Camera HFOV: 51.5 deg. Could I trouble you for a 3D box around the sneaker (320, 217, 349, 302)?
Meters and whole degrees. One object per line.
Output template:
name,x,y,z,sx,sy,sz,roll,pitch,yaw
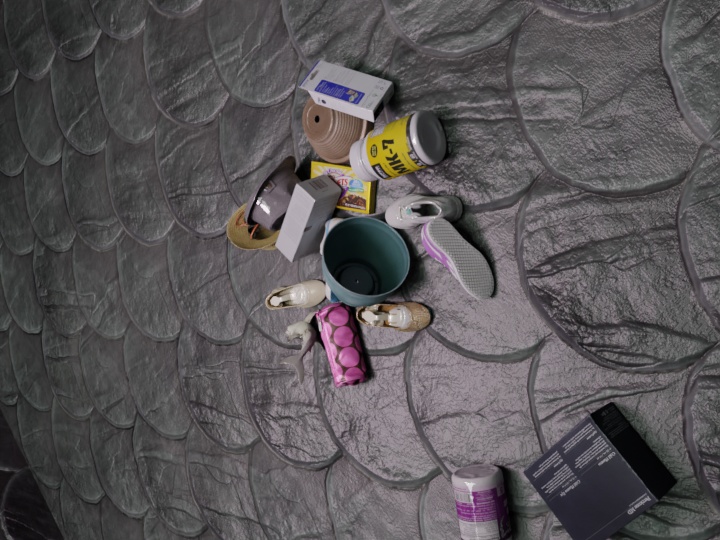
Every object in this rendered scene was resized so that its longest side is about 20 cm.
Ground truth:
sneaker,-0.056,-0.025,1.803,0.080,0.076,0.204,14,99,47

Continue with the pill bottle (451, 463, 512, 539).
pill bottle,0.259,0.522,1.568,0.111,0.111,0.204,-8,91,42

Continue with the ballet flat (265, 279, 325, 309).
ballet flat,-0.171,0.068,1.918,0.198,0.069,0.071,-14,87,42

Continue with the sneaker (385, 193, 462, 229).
sneaker,0.118,-0.130,1.616,0.198,0.088,0.077,-6,94,42

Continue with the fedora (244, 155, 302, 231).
fedora,-0.193,-0.173,1.835,0.090,0.200,0.178,38,158,11

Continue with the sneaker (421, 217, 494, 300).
sneaker,0.202,-0.023,1.581,0.202,0.072,0.114,54,168,-1

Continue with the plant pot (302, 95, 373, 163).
plant pot,-0.071,-0.354,1.751,0.198,0.092,0.205,6,99,40

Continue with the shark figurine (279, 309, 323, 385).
shark figurine,-0.128,0.186,1.875,0.127,0.215,0.090,-37,112,9

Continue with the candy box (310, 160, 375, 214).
candy box,-0.044,-0.201,1.792,0.198,0.026,0.104,15,105,40

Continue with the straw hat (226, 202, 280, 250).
straw hat,-0.244,-0.099,1.941,0.199,0.202,0.086,23,151,37

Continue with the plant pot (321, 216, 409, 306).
plant pot,0.000,0.000,1.690,0.202,0.198,0.135,57,153,20

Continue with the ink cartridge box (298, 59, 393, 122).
ink cartridge box,-0.032,-0.405,1.675,0.197,0.100,0.039,24,154,21

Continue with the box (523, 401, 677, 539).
box,0.441,0.386,1.390,0.183,0.103,0.201,54,127,23

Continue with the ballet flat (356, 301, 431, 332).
ballet flat,0.069,0.108,1.709,0.197,0.065,0.072,-3,94,42

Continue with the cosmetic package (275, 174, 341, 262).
cosmetic package,-0.127,-0.125,1.805,0.074,0.101,0.202,42,133,23

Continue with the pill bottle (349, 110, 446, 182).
pill bottle,0.077,-0.262,1.617,0.198,0.113,0.117,-14,87,42

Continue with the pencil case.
pencil case,-0.049,0.182,1.807,0.090,0.093,0.204,-24,81,40
